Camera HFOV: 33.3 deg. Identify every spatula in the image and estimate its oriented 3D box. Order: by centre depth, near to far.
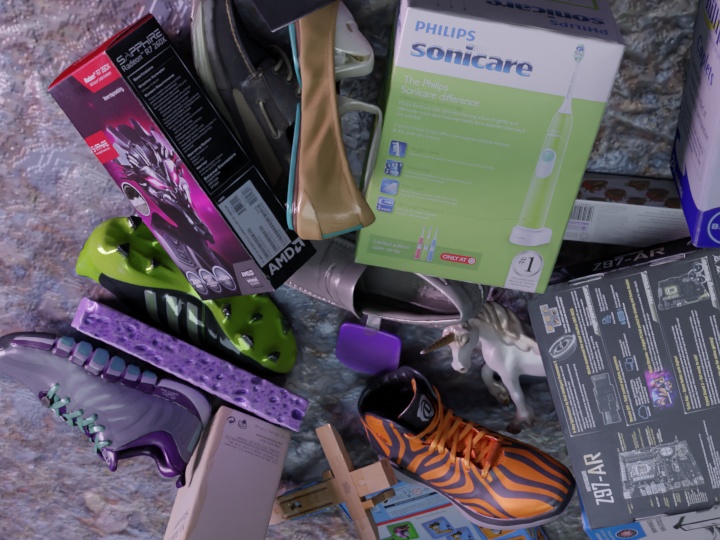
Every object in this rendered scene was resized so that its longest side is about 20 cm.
[{"bbox_3d":[0.018,0.012,0.980,0.056,0.021,0.201,14,124,4],"label":"spatula"}]

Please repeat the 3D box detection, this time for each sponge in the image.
[{"bbox_3d":[-0.145,0.077,1.002,0.199,0.111,0.030,27,81,-15],"label":"sponge"}]

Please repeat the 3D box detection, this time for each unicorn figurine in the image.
[{"bbox_3d":[0.143,0.075,0.995,0.198,0.074,0.138,-12,127,-5],"label":"unicorn figurine"}]

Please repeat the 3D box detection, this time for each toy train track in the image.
[{"bbox_3d":[-0.025,0.200,1.096,0.199,0.032,0.116,-29,81,48],"label":"toy train track"}]

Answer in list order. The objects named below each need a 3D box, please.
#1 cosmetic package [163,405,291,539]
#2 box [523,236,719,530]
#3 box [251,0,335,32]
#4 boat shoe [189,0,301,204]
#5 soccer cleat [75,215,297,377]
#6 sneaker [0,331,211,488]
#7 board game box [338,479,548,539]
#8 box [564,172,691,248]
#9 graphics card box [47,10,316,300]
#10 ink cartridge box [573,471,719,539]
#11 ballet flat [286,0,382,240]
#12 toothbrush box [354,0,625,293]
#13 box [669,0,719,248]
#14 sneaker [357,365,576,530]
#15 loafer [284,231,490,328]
[{"bbox_3d":[-0.128,0.233,1.043,0.073,0.201,0.104,23,142,-12],"label":"cosmetic package"},{"bbox_3d":[0.225,0.085,0.907,0.159,0.044,0.202,-15,102,17],"label":"box"},{"bbox_3d":[-0.066,-0.265,0.702,0.078,0.142,0.201,-21,123,23],"label":"box"},{"bbox_3d":[-0.073,-0.132,0.858,0.073,0.075,0.201,-10,135,1],"label":"boat shoe"},{"bbox_3d":[-0.140,0.027,0.991,0.199,0.068,0.081,36,141,-19],"label":"soccer cleat"},{"bbox_3d":[-0.230,0.120,1.039,0.198,0.088,0.075,19,148,-9],"label":"sneaker"},{"bbox_3d":[0.089,0.252,1.149,0.150,0.037,0.201,-20,122,20],"label":"board game box"},{"bbox_3d":[0.242,-0.041,0.907,0.198,0.039,0.042,5,129,2],"label":"box"},{"bbox_3d":[-0.128,-0.072,0.852,0.201,0.051,0.125,55,151,-17],"label":"graphics card box"},{"bbox_3d":[0.292,0.180,1.015,0.198,0.085,0.146,-15,148,17],"label":"ink cartridge box"},{"bbox_3d":[-0.017,-0.117,0.798,0.062,0.202,0.069,-2,167,5],"label":"ballet flat"},{"bbox_3d":[0.082,-0.097,0.842,0.144,0.086,0.201,8,126,-5],"label":"toothbrush box"},{"bbox_3d":[0.317,-0.120,0.798,0.182,0.105,0.201,2,127,4],"label":"box"},{"bbox_3d":[0.076,0.145,0.994,0.199,0.078,0.112,11,147,34],"label":"sneaker"},{"bbox_3d":[0.000,0.000,0.923,0.198,0.070,0.071,9,119,20],"label":"loafer"}]
